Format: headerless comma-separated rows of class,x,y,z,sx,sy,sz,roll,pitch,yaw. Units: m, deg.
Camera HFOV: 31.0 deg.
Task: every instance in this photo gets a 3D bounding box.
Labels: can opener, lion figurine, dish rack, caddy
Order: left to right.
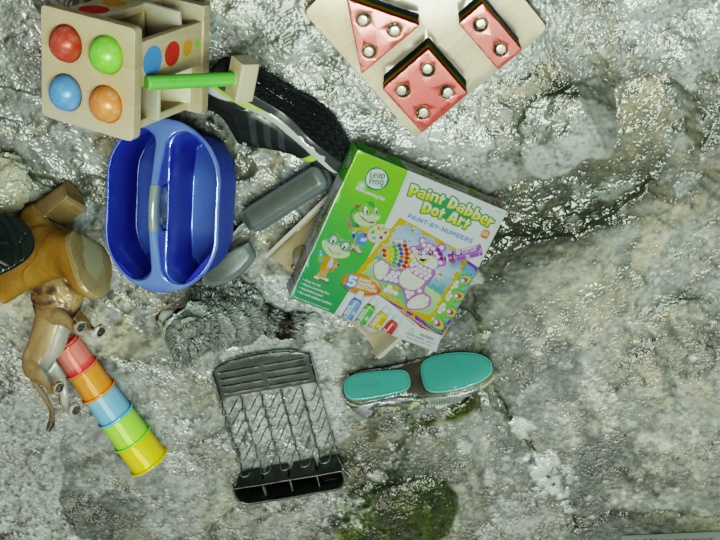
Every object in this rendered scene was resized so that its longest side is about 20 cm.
lion figurine,-0.382,0.085,1.605,0.122,0.072,0.201,30,101,32
caddy,-0.222,-0.076,1.512,0.141,0.105,0.201,5,99,14
can opener,-0.116,-0.057,1.573,0.200,0.053,0.067,-36,90,15
dish rack,-0.110,0.201,1.693,0.152,0.055,0.201,-11,114,6

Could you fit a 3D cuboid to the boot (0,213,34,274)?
boot,-0.475,0.005,1.514,0.197,0.162,0.074,-22,82,-16

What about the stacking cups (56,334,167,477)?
stacking cups,-0.331,0.176,1.684,0.060,0.061,0.200,-29,110,14

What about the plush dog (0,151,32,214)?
plush dog,-0.517,-0.113,1.526,0.199,0.160,0.172,-31,87,15

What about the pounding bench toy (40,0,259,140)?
pounding bench toy,-0.229,-0.218,1.408,0.199,0.156,0.125,17,118,23

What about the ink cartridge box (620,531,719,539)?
ink cartridge box,0.424,0.460,1.715,0.144,0.200,0.145,-3,112,2

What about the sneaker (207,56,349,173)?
sneaker,-0.104,-0.173,1.525,0.200,0.072,0.083,36,132,-11

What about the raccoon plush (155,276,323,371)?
raccoon plush,-0.148,0.067,1.587,0.199,0.134,0.097,0,114,2

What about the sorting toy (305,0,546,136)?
sorting toy,0.073,-0.276,1.458,0.200,0.070,0.199,-38,108,18

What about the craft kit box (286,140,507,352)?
craft kit box,0.042,-0.026,1.535,0.199,0.049,0.198,20,105,-16

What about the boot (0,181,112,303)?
boot,-0.374,-0.001,1.541,0.144,0.202,0.071,-40,136,14

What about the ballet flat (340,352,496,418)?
ballet flat,0.076,0.150,1.665,0.199,0.072,0.072,-9,114,6

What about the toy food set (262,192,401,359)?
toy food set,0.000,0.000,1.592,0.200,0.060,0.143,41,110,-16
